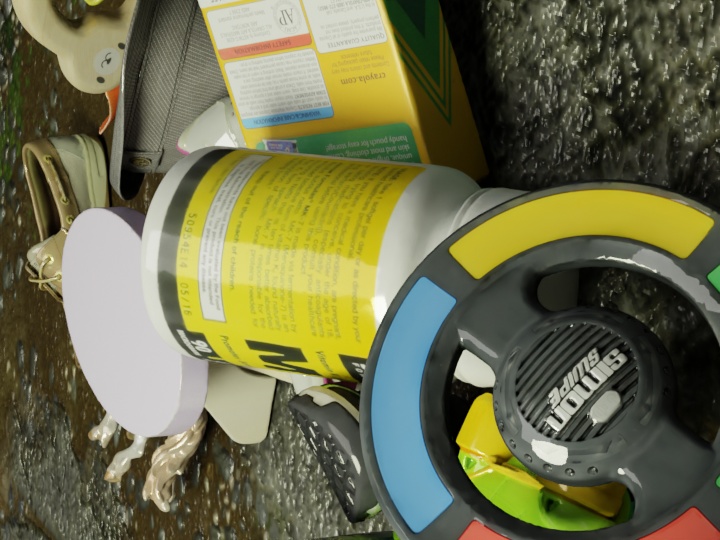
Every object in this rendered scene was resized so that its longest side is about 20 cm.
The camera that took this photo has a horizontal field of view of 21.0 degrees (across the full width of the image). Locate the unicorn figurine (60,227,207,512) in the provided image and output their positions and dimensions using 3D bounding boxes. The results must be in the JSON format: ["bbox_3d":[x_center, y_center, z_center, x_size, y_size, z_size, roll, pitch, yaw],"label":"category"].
[{"bbox_3d":[-0.159,0.077,1.417,0.200,0.074,0.138,39,117,38],"label":"unicorn figurine"}]

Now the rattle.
[{"bbox_3d":[-0.155,-0.159,1.340,0.143,0.130,0.200,25,133,35],"label":"rattle"}]

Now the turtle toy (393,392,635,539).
[{"bbox_3d":[0.077,0.141,0.918,0.146,0.101,0.200,-65,27,-1],"label":"turtle toy"}]

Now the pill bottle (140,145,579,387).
[{"bbox_3d":[0.000,0.000,0.971,0.200,0.114,0.115,7,98,30],"label":"pill bottle"}]

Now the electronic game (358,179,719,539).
[{"bbox_3d":[0.095,0.052,0.824,0.042,0.200,0.200,53,-164,-59],"label":"electronic game"}]

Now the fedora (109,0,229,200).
[{"bbox_3d":[-0.098,-0.126,1.227,0.200,0.090,0.177,110,173,-57],"label":"fedora"}]

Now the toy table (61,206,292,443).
[{"bbox_3d":[-0.103,0.028,1.243,0.200,0.117,0.184,55,137,45],"label":"toy table"}]

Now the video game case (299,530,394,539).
[{"bbox_3d":[0.012,0.234,0.981,0.045,0.181,0.201,-8,82,22],"label":"video game case"}]

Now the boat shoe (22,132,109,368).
[{"bbox_3d":[-0.235,-0.012,1.550,0.074,0.066,0.200,-38,57,57],"label":"boat shoe"}]

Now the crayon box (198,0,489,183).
[{"bbox_3d":[-0.010,-0.101,1.043,0.126,0.052,0.200,-4,109,40],"label":"crayon box"}]

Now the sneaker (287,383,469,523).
[{"bbox_3d":[0.015,0.081,1.002,0.072,0.083,0.200,61,177,6],"label":"sneaker"}]

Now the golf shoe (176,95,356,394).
[{"bbox_3d":[-0.052,-0.010,1.153,0.091,0.075,0.201,-13,86,23],"label":"golf shoe"}]
